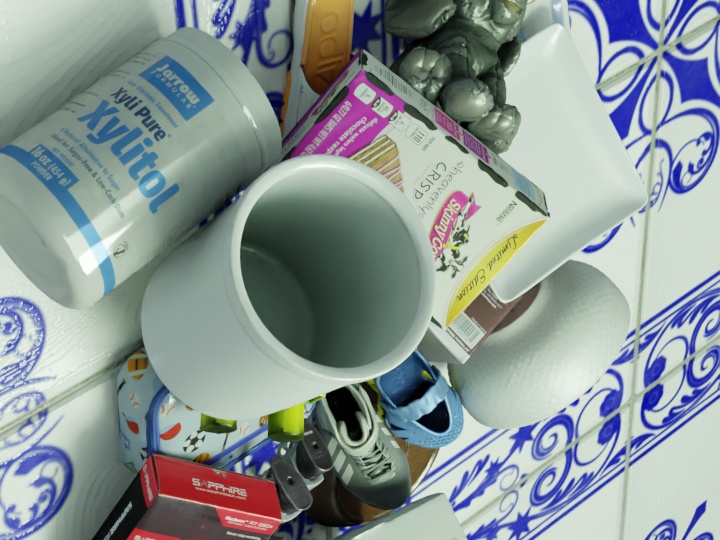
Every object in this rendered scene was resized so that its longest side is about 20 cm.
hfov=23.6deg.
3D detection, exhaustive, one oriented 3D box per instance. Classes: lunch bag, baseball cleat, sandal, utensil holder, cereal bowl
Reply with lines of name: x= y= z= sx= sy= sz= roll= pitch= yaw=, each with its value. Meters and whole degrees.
lunch bag: x=-0.119 y=0.107 z=1.520 sx=0.200 sy=0.076 sz=0.160 roll=-28 pitch=137 yaw=-32
baseball cleat: x=-0.002 y=0.168 z=1.637 sx=0.070 sy=0.106 sz=0.200 roll=-32 pitch=116 yaw=-1
sandal: x=-0.021 y=-0.161 z=1.449 sx=0.079 sy=0.059 sz=0.207 roll=-27 pitch=134 yaw=-35
sandal: x=0.058 y=0.131 z=1.660 sx=0.079 sy=0.087 sz=0.200 roll=-41 pitch=147 yaw=-1
utensil holder: x=-0.061 y=0.021 z=1.325 sx=0.170 sy=0.200 sz=0.170 roll=8 pitch=72 yaw=-25
cereal bowl: x=0.165 y=0.060 z=1.727 sx=0.200 sy=0.200 sz=0.083 roll=-48 pitch=115 yaw=-13

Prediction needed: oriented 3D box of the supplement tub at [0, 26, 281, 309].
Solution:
supplement tub: x=-0.172 y=-0.076 z=1.279 sx=0.200 sy=0.132 sz=0.132 roll=-40 pitch=140 yaw=-23

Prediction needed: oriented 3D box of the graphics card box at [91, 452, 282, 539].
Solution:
graphics card box: x=-0.171 y=0.251 z=1.502 sx=0.125 sy=0.051 sz=0.200 roll=18 pitch=125 yaw=-32

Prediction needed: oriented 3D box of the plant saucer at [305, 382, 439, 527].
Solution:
plant saucer: x=0.022 y=0.184 z=1.769 sx=0.200 sy=0.034 sz=0.200 roll=-28 pitch=134 yaw=-34

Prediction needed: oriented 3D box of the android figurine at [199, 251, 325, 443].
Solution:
android figurine: x=-0.087 y=0.041 z=1.446 sx=0.182 sy=0.041 sz=0.200 roll=12 pitch=69 yaw=-24

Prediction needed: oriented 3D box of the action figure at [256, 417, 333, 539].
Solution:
action figure: x=-0.096 y=0.221 z=1.596 sx=0.130 sy=0.069 sz=0.200 roll=-32 pitch=169 yaw=-45

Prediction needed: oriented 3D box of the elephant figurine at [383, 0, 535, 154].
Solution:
elephant figurine: x=0.092 y=-0.206 z=1.484 sx=0.142 sy=0.155 sz=0.200 roll=71 pitch=28 yaw=-67

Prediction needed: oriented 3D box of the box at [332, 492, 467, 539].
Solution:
box: x=-0.012 y=0.327 z=1.668 sx=0.199 sy=0.131 sz=0.200 roll=-22 pitch=173 yaw=-35

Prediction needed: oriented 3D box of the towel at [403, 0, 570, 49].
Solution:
towel: x=0.123 y=-0.209 z=1.611 sx=0.200 sy=0.024 sz=0.147 roll=-38 pitch=138 yaw=-25

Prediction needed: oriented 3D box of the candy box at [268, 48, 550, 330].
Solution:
candy box: x=0.036 y=-0.064 z=1.405 sx=0.200 sy=0.061 sz=0.136 roll=36 pitch=110 yaw=-15

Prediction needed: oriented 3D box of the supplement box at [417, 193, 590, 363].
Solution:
supplement box: x=0.126 y=-0.001 z=1.685 sx=0.061 sy=0.109 sz=0.200 roll=46 pitch=75 yaw=-12

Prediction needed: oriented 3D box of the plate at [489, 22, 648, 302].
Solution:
plate: x=0.154 y=-0.101 z=1.613 sx=0.200 sy=0.032 sz=0.200 roll=-34 pitch=102 yaw=-24
